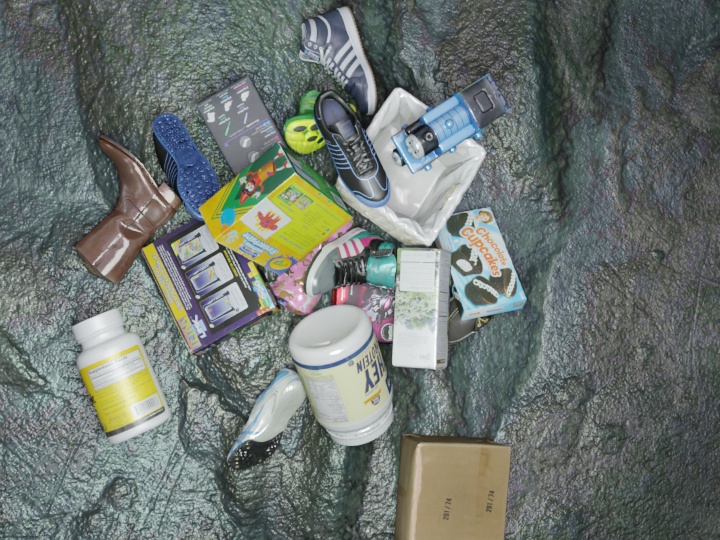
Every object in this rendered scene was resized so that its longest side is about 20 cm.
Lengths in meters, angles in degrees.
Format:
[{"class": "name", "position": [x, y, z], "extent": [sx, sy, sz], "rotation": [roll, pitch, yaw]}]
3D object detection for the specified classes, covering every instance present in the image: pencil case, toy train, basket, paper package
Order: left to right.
[{"class": "pencil case", "position": [-0.087, -0.023, 1.444], "extent": [0.086, 0.082, 0.202], "rotation": [33, 79, -48]}, {"class": "basket", "position": [0.075, -0.171, 1.441], "extent": [0.199, 0.161, 0.200], "rotation": [34, 82, -8]}, {"class": "toy train", "position": [0.139, -0.232, 1.319], "extent": [0.198, 0.114, 0.087], "rotation": [-33, 92, -12]}, {"class": "paper package", "position": [0.162, 0.400, 1.461], "extent": [0.187, 0.103, 0.204], "rotation": [5, 86, -12]}]

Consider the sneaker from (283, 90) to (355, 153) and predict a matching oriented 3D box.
[{"class": "sneaker", "position": [-0.084, -0.260, 1.425], "extent": [0.083, 0.200, 0.074], "rotation": [39, 122, 8]}]

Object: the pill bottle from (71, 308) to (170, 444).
[{"class": "pill bottle", "position": [-0.398, 0.170, 1.358], "extent": [0.110, 0.111, 0.203], "rotation": [-22, 91, -11]}]

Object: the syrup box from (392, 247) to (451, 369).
[{"class": "syrup box", "position": [0.106, 0.065, 1.414], "extent": [0.077, 0.081, 0.204], "rotation": [1, 88, 21]}]

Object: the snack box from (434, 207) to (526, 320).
[{"class": "snack box", "position": [0.207, -0.015, 1.474], "extent": [0.114, 0.037, 0.202], "rotation": [-11, 59, -10]}]

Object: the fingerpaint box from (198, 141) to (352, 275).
[{"class": "fingerpaint box", "position": [-0.131, -0.093, 1.321], "extent": [0.166, 0.200, 0.074], "rotation": [-38, 62, 12]}]

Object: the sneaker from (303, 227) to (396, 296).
[{"class": "sneaker", "position": [0.000, 0.000, 1.391], "extent": [0.119, 0.200, 0.085], "rotation": [20, 126, 25]}]

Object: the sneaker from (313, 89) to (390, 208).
[{"class": "sneaker", "position": [-0.015, -0.192, 1.308], "extent": [0.070, 0.078, 0.202], "rotation": [-33, 86, -7]}]

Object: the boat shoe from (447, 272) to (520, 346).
[{"class": "boat shoe", "position": [0.209, 0.065, 1.481], "extent": [0.201, 0.060, 0.072], "rotation": [-42, 109, -25]}]

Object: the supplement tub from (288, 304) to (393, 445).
[{"class": "supplement tub", "position": [-0.027, 0.176, 1.386], "extent": [0.143, 0.145, 0.202], "rotation": [-25, 119, -11]}]

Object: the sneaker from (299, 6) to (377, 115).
[{"class": "sneaker", "position": [-0.044, -0.364, 1.471], "extent": [0.107, 0.070, 0.203], "rotation": [-16, 84, -16]}]

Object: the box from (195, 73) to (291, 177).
[{"class": "box", "position": [-0.182, -0.210, 1.406], "extent": [0.105, 0.122, 0.202], "rotation": [-29, 92, -1]}]

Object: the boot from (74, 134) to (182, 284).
[{"class": "boot", "position": [-0.426, -0.100, 1.394], "extent": [0.186, 0.064, 0.201], "rotation": [41, 85, -5]}]

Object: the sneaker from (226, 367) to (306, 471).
[{"class": "sneaker", "position": [-0.165, 0.259, 1.430], "extent": [0.072, 0.072, 0.201], "rotation": [34, 94, -36]}]

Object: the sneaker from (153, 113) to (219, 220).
[{"class": "sneaker", "position": [-0.288, -0.162, 1.380], "extent": [0.069, 0.078, 0.202], "rotation": [-22, 74, -16]}]

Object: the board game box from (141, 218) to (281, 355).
[{"class": "board game box", "position": [-0.250, 0.015, 1.388], "extent": [0.164, 0.057, 0.202], "rotation": [-28, 82, 3]}]

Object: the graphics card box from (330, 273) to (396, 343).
[{"class": "graphics card box", "position": [0.046, 0.067, 1.480], "extent": [0.196, 0.051, 0.128], "rotation": [5, 86, -12]}]
